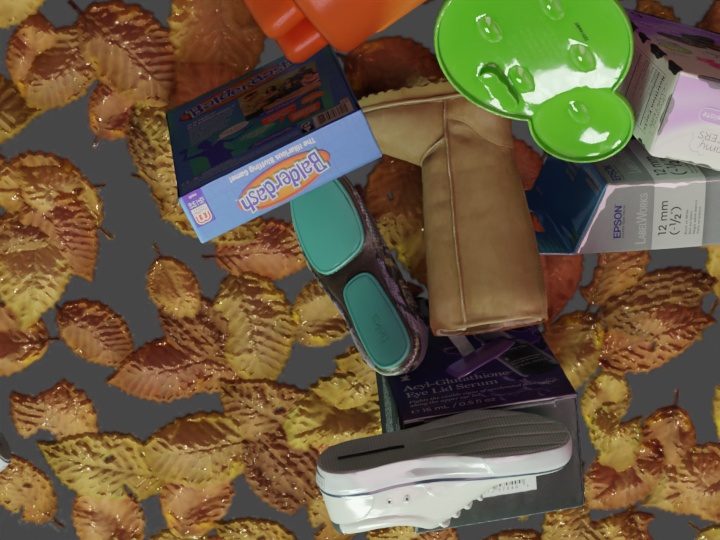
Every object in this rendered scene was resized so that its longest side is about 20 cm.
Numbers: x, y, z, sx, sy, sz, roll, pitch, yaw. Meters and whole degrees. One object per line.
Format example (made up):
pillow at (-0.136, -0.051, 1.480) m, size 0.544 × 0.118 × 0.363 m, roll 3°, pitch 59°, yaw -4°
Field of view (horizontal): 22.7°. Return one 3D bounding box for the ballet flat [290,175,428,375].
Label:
ballet flat at (0.000, 0.000, 1.503) m, size 0.072 × 0.072 × 0.201 m, roll -27°, pitch 72°, yaw 3°

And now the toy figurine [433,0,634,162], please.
toy figurine at (0.153, -0.216, 1.402) m, size 0.149 × 0.185 × 0.200 m, roll -18°, pitch 130°, yaw 28°

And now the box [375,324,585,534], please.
box at (0.095, 0.122, 1.516) m, size 0.147 × 0.200 × 0.105 m, roll -9°, pitch 111°, yaw -6°

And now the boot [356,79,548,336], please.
boot at (0.057, -0.047, 1.435) m, size 0.174 × 0.066 × 0.202 m, roll -11°, pitch 80°, yaw 31°

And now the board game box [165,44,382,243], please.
board game box at (-0.072, -0.107, 1.396) m, size 0.151 × 0.200 × 0.045 m, roll -25°, pitch 115°, yaw 3°

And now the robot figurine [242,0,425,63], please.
robot figurine at (0.002, -0.251, 1.392) m, size 0.199 × 0.117 × 0.144 m, roll -37°, pitch 106°, yaw 7°

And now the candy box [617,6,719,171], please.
candy box at (0.290, -0.138, 1.440) m, size 0.166 × 0.200 × 0.072 m, roll 13°, pitch 110°, yaw -14°

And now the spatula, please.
spatula at (0.075, 0.051, 1.485) m, size 0.056 × 0.200 × 0.021 m, roll -29°, pitch 112°, yaw -7°

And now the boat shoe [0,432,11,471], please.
boat shoe at (-0.374, 0.109, 1.504) m, size 0.066 × 0.074 × 0.201 m, roll -31°, pitch 114°, yaw 2°

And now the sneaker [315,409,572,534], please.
sneaker at (0.066, 0.159, 1.387) m, size 0.198 × 0.073 × 0.071 m, roll -8°, pitch 118°, yaw 4°

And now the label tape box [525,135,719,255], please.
label tape box at (0.218, -0.072, 1.486) m, size 0.198 × 0.143 × 0.067 m, roll -2°, pitch 114°, yaw -8°
